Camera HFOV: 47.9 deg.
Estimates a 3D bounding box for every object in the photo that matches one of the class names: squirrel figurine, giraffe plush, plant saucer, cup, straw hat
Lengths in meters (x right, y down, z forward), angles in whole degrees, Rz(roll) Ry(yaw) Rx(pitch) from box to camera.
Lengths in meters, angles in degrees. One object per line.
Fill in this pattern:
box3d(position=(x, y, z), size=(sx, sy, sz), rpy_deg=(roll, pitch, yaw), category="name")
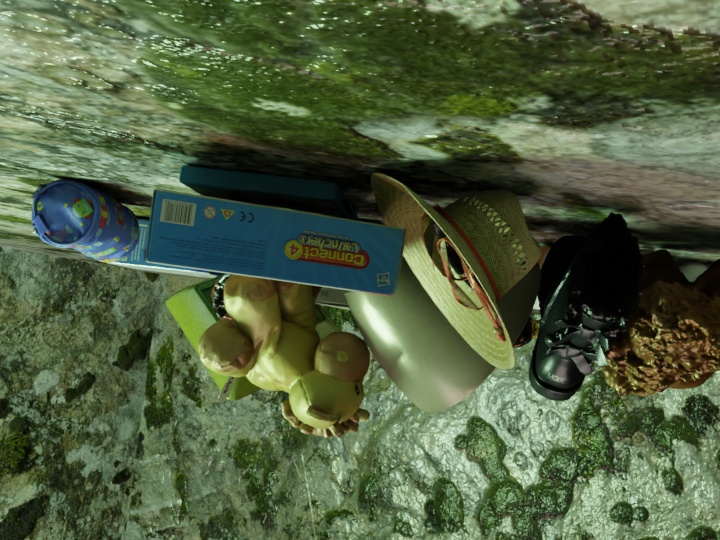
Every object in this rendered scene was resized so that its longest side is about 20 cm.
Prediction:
box3d(position=(0.332, 0.055, 0.764), size=(0.199, 0.143, 0.186), rpy_deg=(-20, -176, -32), category="squirrel figurine")
box3d(position=(-0.062, 0.099, 0.857), size=(0.161, 0.202, 0.172), rpy_deg=(32, -147, 23), category="giraffe plush")
box3d(position=(-0.142, 0.061, 1.135), size=(0.199, 0.048, 0.200), rpy_deg=(-21, -126, -30), category="plant saucer")
box3d(position=(0.068, 0.024, 0.845), size=(0.143, 0.201, 0.200), rpy_deg=(37, 168, -13), category="cup")
box3d(position=(0.096, -0.020, 0.646), size=(0.085, 0.202, 0.201), rpy_deg=(-35, 180, -6), category="straw hat")

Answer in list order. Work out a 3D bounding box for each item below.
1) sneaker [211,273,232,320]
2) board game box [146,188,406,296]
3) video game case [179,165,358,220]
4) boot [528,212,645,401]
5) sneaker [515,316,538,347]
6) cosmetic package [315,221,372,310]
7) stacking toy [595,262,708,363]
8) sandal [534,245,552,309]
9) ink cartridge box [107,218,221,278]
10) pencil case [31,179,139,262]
box3d(position=(-0.132, 0.026, 0.984), size=(0.070, 0.099, 0.201), rpy_deg=(18, 153, 4), category="sneaker")
box3d(position=(-0.081, -0.027, 0.713), size=(0.198, 0.057, 0.196), rpy_deg=(8, -178, -12), category="board game box")
box3d(position=(-0.082, -0.069, 0.808), size=(0.141, 0.018, 0.200), rpy_deg=(7, 176, 6), category="video game case")
box3d(position=(0.207, 0.010, 0.741), size=(0.073, 0.200, 0.163), rpy_deg=(16, 147, 8), category="boot")
box3d(position=(0.204, 0.072, 1.098), size=(0.089, 0.071, 0.200), rpy_deg=(7, 178, -2), category="sneaker")
box3d(position=(0.000, 0.000, 1.028), size=(0.072, 0.105, 0.200), rpy_deg=(7, 177, 10), category="cosmetic package")
box3d(position=(0.367, 0.042, 1.006), size=(0.144, 0.148, 0.200), rpy_deg=(8, 160, -8), category="stacking toy")
box3d(position=(0.207, 0.010, 0.961), size=(0.059, 0.080, 0.206), rpy_deg=(20, 167, -40), category="sandal")
box3d(position=(-0.272, -0.031, 1.264), size=(0.198, 0.077, 0.136), rpy_deg=(8, 177, 7), category="ink cartridge box")
box3d(position=(-0.332, -0.056, 0.987), size=(0.086, 0.079, 0.200), rpy_deg=(-22, 176, -2), category="pencil case")
